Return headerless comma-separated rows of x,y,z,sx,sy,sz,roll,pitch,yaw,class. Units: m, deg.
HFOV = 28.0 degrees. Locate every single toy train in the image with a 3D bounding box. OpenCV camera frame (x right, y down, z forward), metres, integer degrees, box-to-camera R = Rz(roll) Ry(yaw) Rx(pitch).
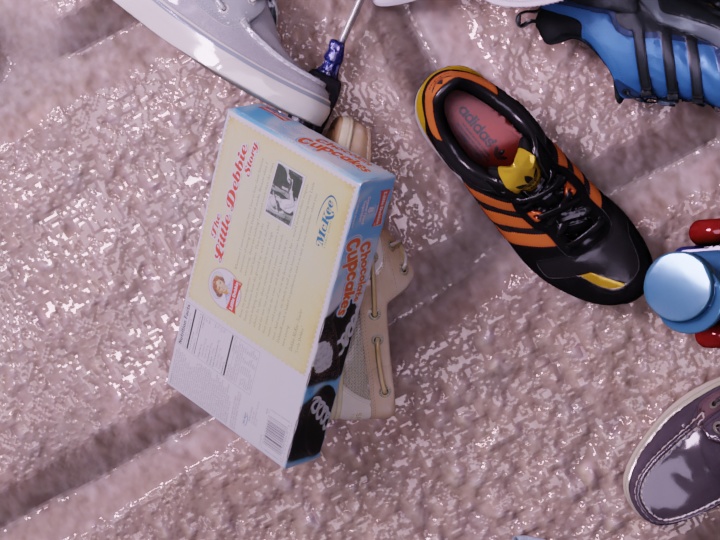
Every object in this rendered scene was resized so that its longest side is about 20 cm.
0.277,0.005,0.869,0.200,0.116,0.085,-3,90,29,toy train

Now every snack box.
-0.054,0.010,0.906,0.116,0.037,0.200,31,118,32,snack box

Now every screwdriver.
-0.009,-0.166,0.939,0.029,0.028,0.200,19,99,-8,screwdriver

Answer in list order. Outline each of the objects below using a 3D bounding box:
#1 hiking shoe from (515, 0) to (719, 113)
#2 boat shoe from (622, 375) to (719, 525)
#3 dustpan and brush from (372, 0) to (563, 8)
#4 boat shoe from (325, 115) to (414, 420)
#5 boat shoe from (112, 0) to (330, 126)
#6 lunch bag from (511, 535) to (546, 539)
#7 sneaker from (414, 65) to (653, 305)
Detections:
0.204,-0.135,0.920,0.200,0.074,0.087,37,117,1,hiking shoe
0.259,0.100,0.936,0.200,0.065,0.072,-34,93,6,boat shoe
0.088,-0.203,0.890,0.200,0.140,0.057,-7,140,26,dustpan and brush
0.000,0.000,0.941,0.065,0.072,0.200,1,97,-7,boat shoe
-0.092,-0.169,0.917,0.201,0.070,0.072,36,95,10,boat shoe
0.181,0.278,0.933,0.200,0.127,0.170,8,95,12,lunch bag
0.109,-0.049,0.916,0.070,0.090,0.200,-44,92,7,sneaker
